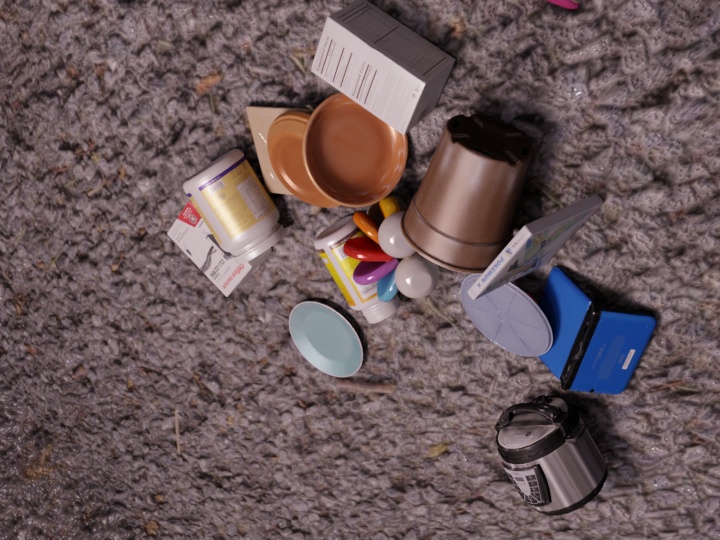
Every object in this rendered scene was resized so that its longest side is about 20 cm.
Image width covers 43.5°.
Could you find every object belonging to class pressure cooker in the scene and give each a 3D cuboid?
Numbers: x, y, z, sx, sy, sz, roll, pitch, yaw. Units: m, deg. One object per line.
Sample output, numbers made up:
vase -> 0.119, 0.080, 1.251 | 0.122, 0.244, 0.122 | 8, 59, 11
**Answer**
pressure cooker -> 0.352, 0.335, 1.712 | 0.174, 0.179, 0.202 | -29, 103, 11

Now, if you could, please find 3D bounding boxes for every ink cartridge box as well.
ink cartridge box -> -0.311, -0.063, 1.992 | 0.200, 0.084, 0.144 | 46, 137, -1

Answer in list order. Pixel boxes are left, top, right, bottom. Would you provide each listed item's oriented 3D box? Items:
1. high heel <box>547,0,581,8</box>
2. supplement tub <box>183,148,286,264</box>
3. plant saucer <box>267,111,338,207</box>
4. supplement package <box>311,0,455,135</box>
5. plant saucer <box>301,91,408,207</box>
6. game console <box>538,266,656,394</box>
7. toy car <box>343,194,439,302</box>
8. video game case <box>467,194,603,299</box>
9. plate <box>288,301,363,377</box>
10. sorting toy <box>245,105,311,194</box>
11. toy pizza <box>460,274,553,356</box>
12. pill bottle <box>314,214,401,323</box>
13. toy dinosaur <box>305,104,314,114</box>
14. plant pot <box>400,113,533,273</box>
high heel -> 0.227, -0.416, 1.321 | 0.199, 0.067, 0.097 | 38, 131, 13
supplement tub -> -0.255, -0.130, 1.855 | 0.144, 0.145, 0.202 | -19, 109, 44
plant saucer -> -0.099, -0.198, 1.678 | 0.198, 0.038, 0.202 | 25, 140, 23
supplement package -> 0.036, -0.341, 1.496 | 0.199, 0.114, 0.110 | 36, 135, 12
plant saucer -> -0.012, -0.214, 1.587 | 0.202, 0.199, 0.037 | 61, 165, -16
game console -> 0.407, 0.108, 1.611 | 0.168, 0.119, 0.202 | 6, 132, -4
toy car -> 0.047, -0.030, 1.652 | 0.175, 0.148, 0.202 | -120, 6, -68
video game case -> 0.284, -0.038, 1.469 | 0.022, 0.198, 0.183 | 54, 139, 17
plate -> -0.073, 0.149, 2.008 | 0.198, 0.026, 0.203 | 21, 132, 25
sorting toy -> -0.131, -0.233, 1.767 | 0.198, 0.036, 0.188 | 13, 128, 36
toy pizza -> 0.270, 0.077, 1.656 | 0.199, 0.032, 0.201 | 33, 151, 21
pill bottle -> 0.000, 0.000, 1.780 | 0.108, 0.109, 0.202 | -17, 110, 43
toy dinosaur -> -0.025, -0.225, 1.665 | 0.087, 0.048, 0.202 | -12, 123, 23
plant pot -> 0.185, -0.135, 1.490 | 0.198, 0.200, 0.200 | 29, 126, 17
